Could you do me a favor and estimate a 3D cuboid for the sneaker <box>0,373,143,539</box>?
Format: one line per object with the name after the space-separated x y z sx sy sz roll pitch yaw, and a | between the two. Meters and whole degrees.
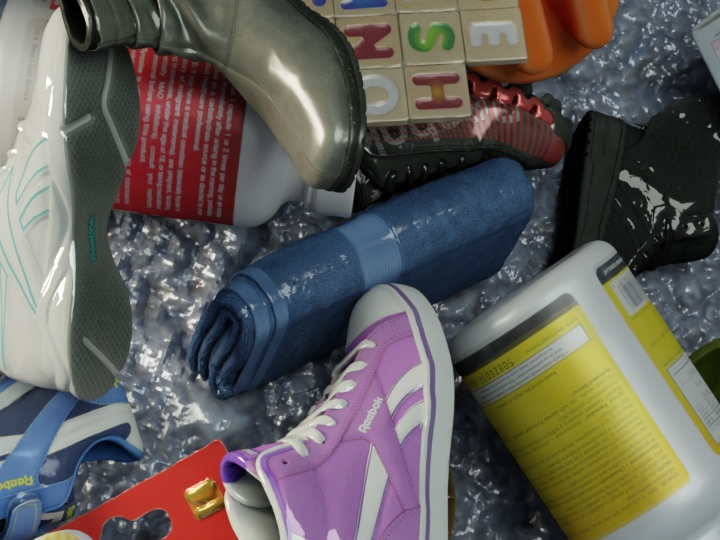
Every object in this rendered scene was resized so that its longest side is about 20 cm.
-0.196 0.113 1.344 0.200 0.074 0.082 -37 93 -25 | sneaker

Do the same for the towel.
0.000 0.000 1.432 0.199 0.112 0.049 -24 73 -25 | towel

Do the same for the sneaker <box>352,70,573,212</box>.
0.027 -0.074 1.488 0.199 0.071 0.099 11 71 -17 | sneaker

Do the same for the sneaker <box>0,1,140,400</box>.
-0.162 -0.038 1.309 0.070 0.080 0.202 -1 96 -60 | sneaker

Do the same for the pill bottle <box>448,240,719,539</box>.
0.144 0.093 1.420 0.112 0.112 0.201 -33 89 -26 | pill bottle

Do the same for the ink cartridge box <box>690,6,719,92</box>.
0.302 -0.082 1.584 0.162 0.057 0.201 -19 78 -48 | ink cartridge box

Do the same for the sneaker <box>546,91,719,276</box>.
0.170 -0.023 1.536 0.103 0.060 0.201 17 66 -12 | sneaker

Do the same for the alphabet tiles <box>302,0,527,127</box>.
-0.001 -0.162 1.371 0.166 0.008 0.201 -3 60 -5 | alphabet tiles

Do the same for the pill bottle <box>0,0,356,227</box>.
-0.098 -0.084 1.389 0.198 0.112 0.113 8 71 -1 | pill bottle

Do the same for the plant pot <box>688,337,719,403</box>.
0.303 0.120 1.491 0.192 0.200 0.202 -10 79 -36 | plant pot

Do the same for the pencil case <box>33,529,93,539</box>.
-0.122 0.225 1.266 0.083 0.091 0.201 -28 68 -17 | pencil case

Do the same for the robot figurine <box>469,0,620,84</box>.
0.079 -0.180 1.480 0.116 0.200 0.144 28 101 -29 | robot figurine

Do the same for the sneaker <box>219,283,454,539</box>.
-0.015 0.081 1.315 0.114 0.073 0.202 16 49 -21 | sneaker

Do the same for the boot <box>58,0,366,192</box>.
-0.084 -0.113 1.278 0.130 0.068 0.201 -4 50 -29 | boot

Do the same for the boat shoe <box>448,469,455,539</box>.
0.010 0.119 1.399 0.072 0.065 0.201 14 49 -10 | boat shoe

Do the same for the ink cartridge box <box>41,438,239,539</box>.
-0.094 0.212 1.319 0.201 0.160 0.050 61 19 1 | ink cartridge box
